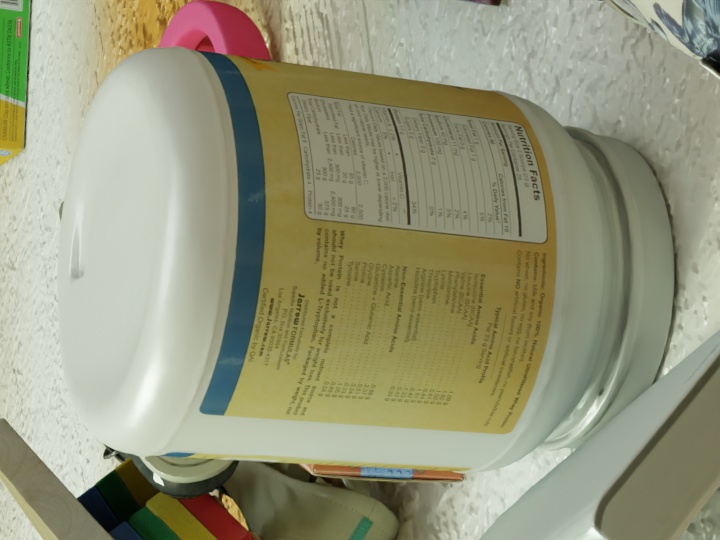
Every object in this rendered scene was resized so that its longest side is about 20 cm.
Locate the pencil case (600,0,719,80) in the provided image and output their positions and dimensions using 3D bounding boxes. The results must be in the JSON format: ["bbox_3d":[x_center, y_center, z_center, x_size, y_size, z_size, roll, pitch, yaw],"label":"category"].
[{"bbox_3d":[0.110,-0.111,0.676,0.090,0.078,0.200,-60,29,7],"label":"pencil case"}]

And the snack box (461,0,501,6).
[{"bbox_3d":[-0.052,-0.173,0.904,0.169,0.199,0.068,-147,65,-63],"label":"snack box"}]

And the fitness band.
[{"bbox_3d":[-0.097,-0.061,1.184,0.144,0.037,0.201,-117,38,-50],"label":"fitness band"}]

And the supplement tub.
[{"bbox_3d":[0.000,0.000,0.751,0.144,0.199,0.146,-174,90,-65],"label":"supplement tub"}]

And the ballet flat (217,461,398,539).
[{"bbox_3d":[-0.037,0.100,0.996,0.200,0.069,0.070,35,117,61],"label":"ballet flat"}]

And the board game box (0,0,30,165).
[{"bbox_3d":[-0.326,-0.157,1.711,0.200,0.040,0.154,159,113,-64],"label":"board game box"}]

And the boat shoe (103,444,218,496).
[{"bbox_3d":[-0.118,0.078,1.135,0.070,0.066,0.201,45,136,48],"label":"boat shoe"}]

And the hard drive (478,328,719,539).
[{"bbox_3d":[0.070,0.089,0.687,0.026,0.132,0.200,44,142,4],"label":"hard drive"}]

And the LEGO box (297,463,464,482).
[{"bbox_3d":[-0.015,-0.001,0.936,0.200,0.077,0.150,-158,75,-65],"label":"LEGO box"}]

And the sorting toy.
[{"bbox_3d":[-0.076,0.164,0.951,0.199,0.069,0.201,31,154,58],"label":"sorting toy"}]

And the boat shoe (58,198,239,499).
[{"bbox_3d":[-0.092,0.038,0.938,0.200,0.071,0.068,-117,21,-49],"label":"boat shoe"}]
